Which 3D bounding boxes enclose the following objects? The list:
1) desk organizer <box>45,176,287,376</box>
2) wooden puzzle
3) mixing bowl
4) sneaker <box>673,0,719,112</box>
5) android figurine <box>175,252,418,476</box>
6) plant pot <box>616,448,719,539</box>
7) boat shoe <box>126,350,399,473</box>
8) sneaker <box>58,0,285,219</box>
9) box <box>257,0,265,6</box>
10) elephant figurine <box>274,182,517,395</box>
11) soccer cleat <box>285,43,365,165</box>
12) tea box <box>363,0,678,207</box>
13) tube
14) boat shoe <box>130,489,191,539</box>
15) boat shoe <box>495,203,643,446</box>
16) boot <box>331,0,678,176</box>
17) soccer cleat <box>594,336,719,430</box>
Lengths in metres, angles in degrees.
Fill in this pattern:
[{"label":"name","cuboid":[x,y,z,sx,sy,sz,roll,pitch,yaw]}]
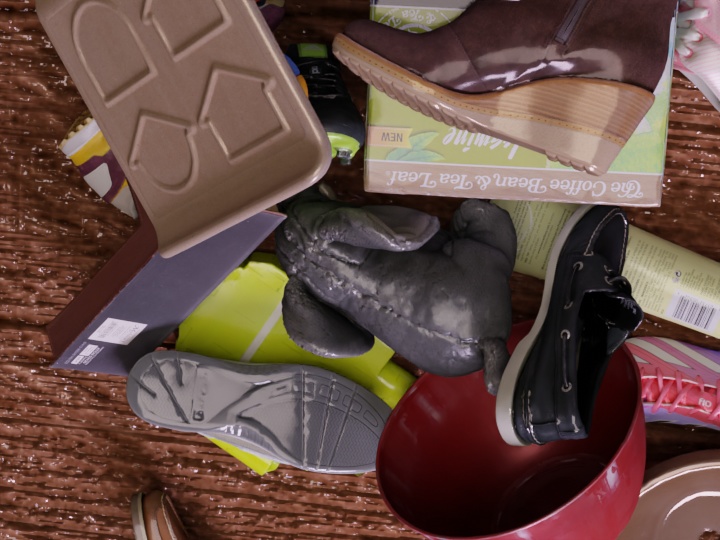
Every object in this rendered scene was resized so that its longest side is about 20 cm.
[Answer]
[{"label":"desk organizer","cuboid":[-0.148,-0.014,1.134,0.200,0.072,0.077,-43,53,31]},{"label":"wooden puzzle","cuboid":[-0.107,-0.125,0.993,0.185,0.046,0.200,-23,93,47]},{"label":"mixing bowl","cuboid":[0.123,0.141,1.124,0.200,0.200,0.108,-27,124,11]},{"label":"sneaker","cuboid":[0.241,-0.197,1.096,0.105,0.075,0.200,-29,104,6]},{"label":"android figurine","cuboid":[-0.057,0.066,1.206,0.200,0.041,0.182,33,105,-4]},{"label":"plant pot","cuboid":[0.267,0.219,1.191,0.200,0.093,0.201,1,104,5]},{"label":"boat shoe","cuboid":[-0.071,0.101,1.171,0.201,0.065,0.075,10,87,-6]},{"label":"sneaker","cuboid":[-0.119,-0.122,1.154,0.200,0.075,0.090,-35,109,17]},{"label":"box","cuboid":[-0.126,-0.291,1.061,0.148,0.104,0.200,22,107,31]},{"label":"elephant figurine","cuboid":[0.000,0.000,1.109,0.200,0.155,0.142,18,75,-18]},{"label":"soccer cleat","cuboid":[-0.035,-0.114,1.079,0.067,0.200,0.081,2,96,-7]},{"label":"tea box","cuboid":[0.108,-0.152,1.087,0.199,0.134,0.197,2,103,4]},{"label":"tube","cuboid":[0.185,-0.009,1.166,0.200,0.052,0.058,21,61,8]},{"label":"boat shoe","cuboid":[-0.120,0.253,1.249,0.068,0.072,0.200,-17,112,5]},{"label":"boat shoe","cuboid":[0.155,0.033,1.072,0.066,0.200,0.075,3,137,35]},{"label":"boot","cuboid":[0.099,-0.166,0.995,0.200,0.072,0.167,21,89,3]},{"label":"soccer cleat","cuboid":[0.250,0.090,1.167,0.199,0.076,0.067,4,105,3]}]
